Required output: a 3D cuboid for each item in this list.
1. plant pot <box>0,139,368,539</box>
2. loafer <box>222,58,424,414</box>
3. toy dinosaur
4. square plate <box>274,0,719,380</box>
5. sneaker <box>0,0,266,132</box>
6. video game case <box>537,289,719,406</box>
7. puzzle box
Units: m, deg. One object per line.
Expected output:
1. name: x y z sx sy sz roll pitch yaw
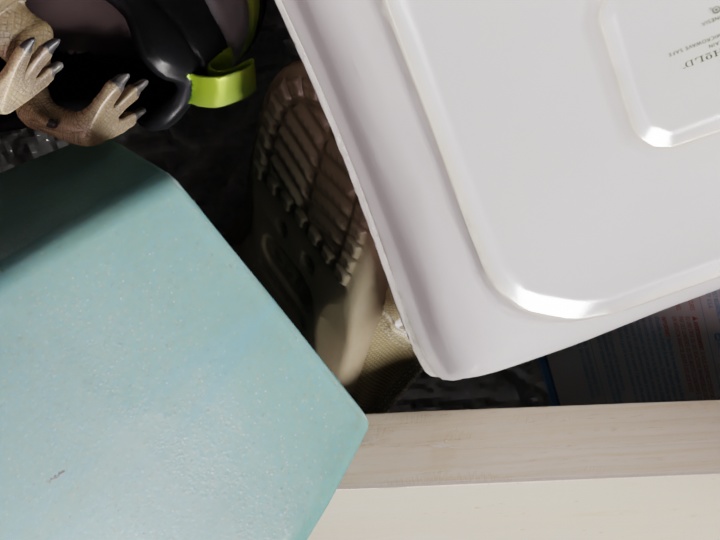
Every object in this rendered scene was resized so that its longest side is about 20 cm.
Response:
1. plant pot: -0.108 0.065 0.798 0.200 0.141 0.141 -41 108 -8
2. loafer: 0.000 0.000 0.878 0.076 0.067 0.200 59 154 17
3. toy dinosaur: -0.108 -0.073 0.804 0.101 0.200 0.058 37 167 30
4. square plate: 0.085 -0.064 0.747 0.199 0.028 0.198 -20 131 4
5. sneaker: -0.123 -0.082 0.852 0.199 0.083 0.072 7 129 11
6. video game case: 0.150 0.021 0.883 0.199 0.018 0.143 -1 134 18
7. puzzle box: 0.079 0.078 0.891 0.199 0.025 0.133 -2 152 -1
